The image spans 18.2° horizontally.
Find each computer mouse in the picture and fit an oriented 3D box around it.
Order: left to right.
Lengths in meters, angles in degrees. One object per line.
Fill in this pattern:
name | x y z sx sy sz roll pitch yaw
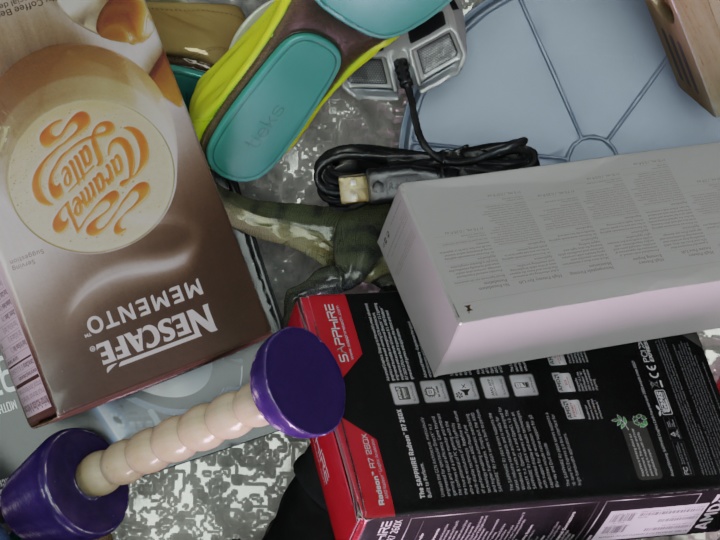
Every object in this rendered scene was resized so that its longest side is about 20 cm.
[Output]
computer mouse | 0.022 -0.117 1.133 0.110 0.044 0.200 -13 61 7

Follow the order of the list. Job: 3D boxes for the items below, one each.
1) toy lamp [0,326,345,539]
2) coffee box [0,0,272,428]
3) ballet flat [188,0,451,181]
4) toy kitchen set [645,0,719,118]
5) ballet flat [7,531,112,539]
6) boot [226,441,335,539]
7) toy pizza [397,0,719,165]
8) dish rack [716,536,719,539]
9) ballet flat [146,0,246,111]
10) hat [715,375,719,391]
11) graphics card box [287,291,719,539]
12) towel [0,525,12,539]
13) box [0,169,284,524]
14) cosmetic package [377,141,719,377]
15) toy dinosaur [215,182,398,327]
toy lamp | -0.095 0.084 1.053 0.200 0.058 0.058 -26 90 39
coffee box | -0.133 -0.039 1.060 0.114 0.080 0.200 -21 89 -20
ballet flat | -0.015 -0.127 1.073 0.067 0.067 0.200 30 117 -32
toy kitchen set | 0.102 -0.182 1.124 0.163 0.200 0.181 -32 126 -4
ballet flat | -0.211 0.189 1.139 0.200 0.071 0.065 -25 104 2
boot | 0.007 0.189 1.096 0.198 0.073 0.163 39 117 17
toy pizza | 0.119 -0.056 1.166 0.200 0.032 0.200 0 90 -1
dish rack | 0.246 0.159 1.105 0.200 0.055 0.153 -34 91 -44
ballet flat | -0.153 -0.124 1.153 0.200 0.069 0.063 11 61 -4
hat | 0.144 0.170 1.170 0.200 0.176 0.166 -39 88 38
graphics card box | 0.073 0.068 1.069 0.200 0.051 0.126 -4 55 -19
towel | -0.241 0.116 1.045 0.112 0.049 0.200 -40 80 -2
box | -0.142 0.032 1.151 0.200 0.044 0.160 -18 89 -2
cosmetic package | 0.116 -0.008 1.076 0.200 0.051 0.083 -8 55 -23
toy dinosaur | 0.000 0.000 1.123 0.200 0.047 0.088 8 81 -7
